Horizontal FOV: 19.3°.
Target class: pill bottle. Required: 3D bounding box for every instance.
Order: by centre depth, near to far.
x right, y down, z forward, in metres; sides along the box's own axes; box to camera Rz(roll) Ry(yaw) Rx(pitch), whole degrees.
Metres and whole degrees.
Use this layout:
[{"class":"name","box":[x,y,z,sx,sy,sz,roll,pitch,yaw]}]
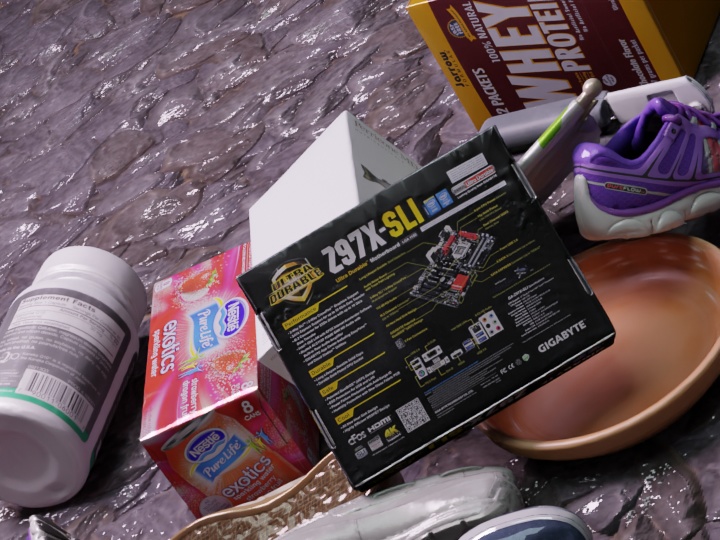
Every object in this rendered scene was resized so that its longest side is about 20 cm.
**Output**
[{"class":"pill bottle","box":[-0.241,0.080,1.685,0.112,0.113,0.201,-16,34,27]}]

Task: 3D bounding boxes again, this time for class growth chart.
[{"class":"growth chart","box":[0.123,-0.061,1.501,0.145,0.018,0.200,-47,-10,0]}]

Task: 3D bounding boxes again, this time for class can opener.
[{"class":"can opener","box":[0.176,-0.100,1.604,0.199,0.053,0.067,-11,36,35]}]

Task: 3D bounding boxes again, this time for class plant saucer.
[{"class":"plant saucer","box":[0.165,0.055,1.409,0.199,0.038,0.201,-24,32,16]}]

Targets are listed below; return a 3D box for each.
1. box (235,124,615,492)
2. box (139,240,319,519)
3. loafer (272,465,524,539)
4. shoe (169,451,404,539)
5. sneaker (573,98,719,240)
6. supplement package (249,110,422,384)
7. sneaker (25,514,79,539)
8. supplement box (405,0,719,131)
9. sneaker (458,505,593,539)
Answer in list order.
[{"class":"box","box":[0.043,0.026,1.377,0.199,0.160,0.049,-31,-13,0]},{"class":"box","box":[-0.094,0.078,1.563,0.099,0.096,0.201,-24,31,14]},{"class":"loafer","box":[0.012,0.175,1.359,0.198,0.070,0.070,-16,28,14]},{"class":"shoe","box":[-0.056,0.183,1.431,0.199,0.053,0.070,-31,63,13]},{"class":"sneaker","box":[0.230,-0.084,1.450,0.199,0.084,0.080,-22,17,-30]},{"class":"supplement package","box":[0.000,0.000,1.537,0.117,0.117,0.201,-45,26,22]},{"class":"sneaker","box":[-0.215,0.242,1.471,0.083,0.081,0.200,-46,24,10]},{"class":"supplement box","box":[0.178,-0.241,1.725,0.199,0.133,0.198,-9,38,35]},{"class":"sneaker","box":[0.052,0.228,1.213,0.202,0.077,0.146,-35,17,16]}]
